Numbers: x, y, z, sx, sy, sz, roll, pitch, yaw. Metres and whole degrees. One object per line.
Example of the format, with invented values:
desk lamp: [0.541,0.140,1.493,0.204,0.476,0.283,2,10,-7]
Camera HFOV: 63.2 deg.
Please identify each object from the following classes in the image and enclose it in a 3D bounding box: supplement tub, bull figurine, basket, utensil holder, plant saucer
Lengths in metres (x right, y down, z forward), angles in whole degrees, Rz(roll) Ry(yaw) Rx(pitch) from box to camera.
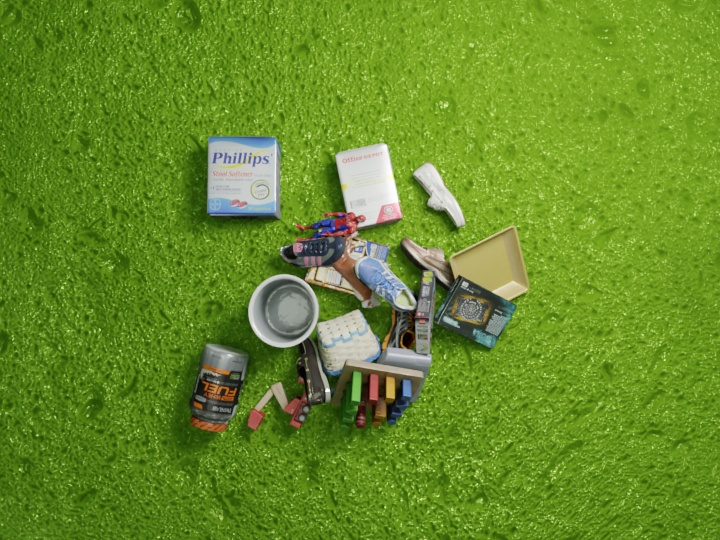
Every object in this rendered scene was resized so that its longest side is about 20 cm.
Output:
supplement tub: [-0.366,0.299,1.501,0.120,0.123,0.204,13,87,-1]
bull figurine: [0.000,0.000,1.510,0.121,0.065,0.200,-45,92,-7]
basket: [-0.023,0.214,1.518,0.173,0.139,0.203,-18,115,-7]
utensil holder: [-0.186,0.100,1.478,0.166,0.200,0.174,0,88,-2]
plant saucer: [0.333,0.002,1.541,0.197,0.048,0.203,-25,116,-9]

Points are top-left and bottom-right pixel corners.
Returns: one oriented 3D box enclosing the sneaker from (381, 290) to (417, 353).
sneaker: [0.122,0.145,1.519,0.078,0.077,0.203,34,59,-32]

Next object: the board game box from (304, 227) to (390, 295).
board game box: [-0.035,-0.017,1.565,0.197,0.046,0.154,17,87,-1]

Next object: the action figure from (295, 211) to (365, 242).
action figure: [-0.076,-0.114,1.505,0.197,0.052,0.067,-11,65,21]

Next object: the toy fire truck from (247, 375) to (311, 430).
toy fire truck: [-0.196,0.342,1.541,0.139,0.049,0.203,25,84,3]

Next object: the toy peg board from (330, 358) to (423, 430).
toy peg board: [0.036,0.329,1.456,0.195,0.201,0.099,11,48,-8]

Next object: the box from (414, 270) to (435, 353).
box: [0.164,0.101,1.471,0.034,0.201,0.112,2,124,11]

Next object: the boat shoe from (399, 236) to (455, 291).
boat shoe: [0.191,-0.028,1.564,0.199,0.076,0.072,39,83,-9]

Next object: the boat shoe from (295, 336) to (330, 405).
boat shoe: [-0.132,0.251,1.490,0.060,0.072,0.203,-7,46,-20]

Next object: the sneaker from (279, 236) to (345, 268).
sneaker: [-0.124,-0.049,1.480,0.081,0.198,0.071,19,65,-43]

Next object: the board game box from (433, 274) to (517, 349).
board game box: [0.301,0.111,1.528,0.198,0.028,0.137,26,99,-25]

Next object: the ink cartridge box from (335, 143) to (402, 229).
ink cartridge box: [0.021,-0.219,1.558,0.142,0.083,0.204,-11,88,-1]

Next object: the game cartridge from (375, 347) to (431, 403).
game cartridge: [0.097,0.271,1.492,0.131,0.202,0.041,9,46,-1]

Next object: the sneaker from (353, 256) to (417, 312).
sneaker: [0.068,0.033,1.449,0.199,0.077,0.076,37,83,-20]

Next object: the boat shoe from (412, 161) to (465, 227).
boat shoe: [0.209,-0.192,1.573,0.069,0.071,0.202,-32,80,-2]

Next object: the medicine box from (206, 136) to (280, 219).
medicine box: [-0.304,-0.240,1.539,0.178,0.103,0.204,0,88,-2]
